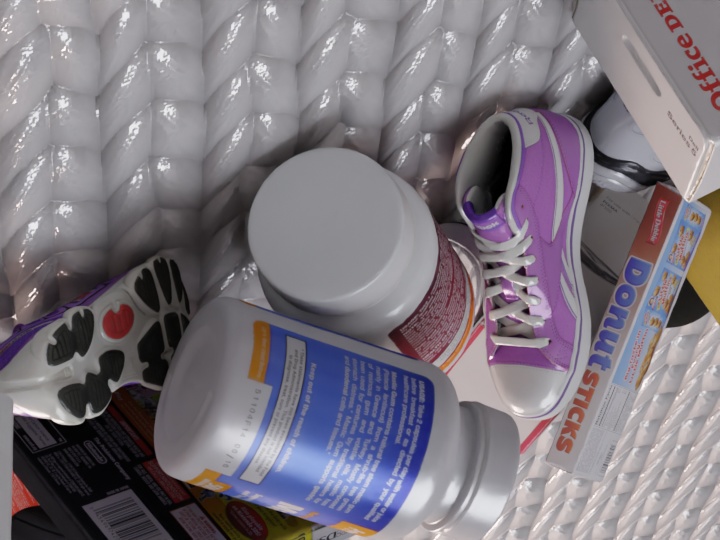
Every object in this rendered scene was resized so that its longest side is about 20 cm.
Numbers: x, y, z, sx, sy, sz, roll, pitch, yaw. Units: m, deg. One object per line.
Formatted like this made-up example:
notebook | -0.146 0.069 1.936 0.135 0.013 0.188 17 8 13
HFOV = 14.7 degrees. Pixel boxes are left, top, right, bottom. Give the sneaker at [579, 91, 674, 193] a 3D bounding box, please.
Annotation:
sneaker | 0.242 -0.115 1.847 0.200 0.075 0.115 -14 156 -31

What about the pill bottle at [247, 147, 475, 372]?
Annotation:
pill bottle | 0.000 0.000 1.723 0.114 0.114 0.200 -32 160 2

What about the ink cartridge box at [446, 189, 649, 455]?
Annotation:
ink cartridge box | 0.133 0.046 1.953 0.200 0.083 0.147 -44 173 -42

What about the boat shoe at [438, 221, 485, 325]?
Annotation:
boat shoe | 0.055 0.014 1.921 0.062 0.072 0.200 -47 173 -30

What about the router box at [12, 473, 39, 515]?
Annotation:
router box | -0.138 0.118 1.892 0.200 0.049 0.180 -19 156 -30

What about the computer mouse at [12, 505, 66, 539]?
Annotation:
computer mouse | -0.144 0.179 1.837 0.200 0.046 0.141 24 95 -43

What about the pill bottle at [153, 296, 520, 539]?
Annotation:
pill bottle | -0.011 0.096 1.644 0.200 0.112 0.112 20 135 -21

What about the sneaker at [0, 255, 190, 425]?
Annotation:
sneaker | -0.166 0.040 1.658 0.083 0.081 0.200 -5 -173 28

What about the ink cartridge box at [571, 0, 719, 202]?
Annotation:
ink cartridge box | 0.248 -0.153 1.673 0.200 0.146 0.084 -25 160 -16

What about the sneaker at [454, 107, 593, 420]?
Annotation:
sneaker | 0.093 -0.004 1.773 0.072 0.201 0.114 0 180 30

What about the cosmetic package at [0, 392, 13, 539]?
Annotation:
cosmetic package | -0.294 0.150 1.466 0.165 0.200 0.165 30 124 -28

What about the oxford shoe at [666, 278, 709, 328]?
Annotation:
oxford shoe | 0.200 0.020 2.141 0.200 0.072 0.071 -21 -174 -27

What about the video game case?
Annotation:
video game case | -0.113 0.119 1.725 0.180 0.200 0.026 -19 135 -30

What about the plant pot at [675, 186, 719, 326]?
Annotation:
plant pot | 0.346 -0.039 2.004 0.194 0.196 0.200 -29 157 -7

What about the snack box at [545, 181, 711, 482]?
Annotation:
snack box | 0.180 0.043 1.856 0.072 0.024 0.201 22 90 -66
